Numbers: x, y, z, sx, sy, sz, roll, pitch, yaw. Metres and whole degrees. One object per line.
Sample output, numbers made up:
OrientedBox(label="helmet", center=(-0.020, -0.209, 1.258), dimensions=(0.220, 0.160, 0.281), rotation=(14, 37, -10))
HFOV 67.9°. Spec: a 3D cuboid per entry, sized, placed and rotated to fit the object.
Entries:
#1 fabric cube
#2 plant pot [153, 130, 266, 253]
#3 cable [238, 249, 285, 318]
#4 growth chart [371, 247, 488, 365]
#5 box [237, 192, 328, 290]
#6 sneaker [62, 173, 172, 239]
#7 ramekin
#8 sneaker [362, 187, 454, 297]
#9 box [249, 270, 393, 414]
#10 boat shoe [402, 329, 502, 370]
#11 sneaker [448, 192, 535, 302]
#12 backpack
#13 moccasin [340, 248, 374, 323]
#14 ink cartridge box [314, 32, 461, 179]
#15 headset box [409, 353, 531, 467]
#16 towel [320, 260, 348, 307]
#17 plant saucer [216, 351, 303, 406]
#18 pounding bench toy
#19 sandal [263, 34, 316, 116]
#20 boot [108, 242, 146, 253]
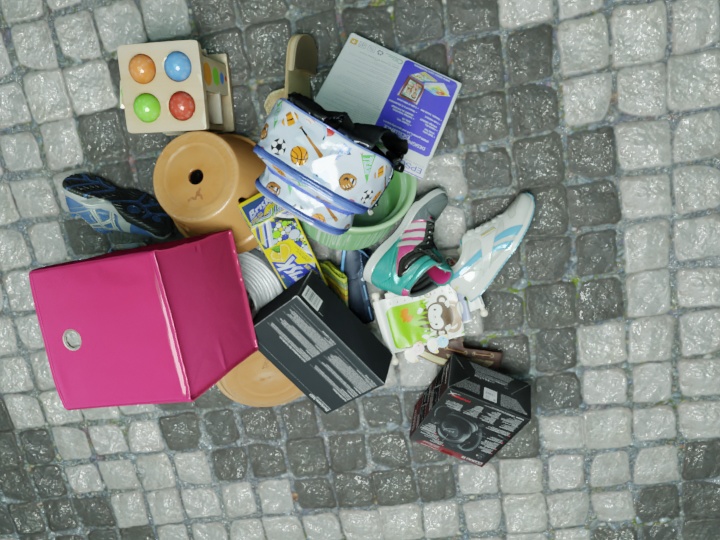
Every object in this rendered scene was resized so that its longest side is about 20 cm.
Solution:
OrientedBox(label="fabric cube", center=(-0.292, 0.064, 0.756), dimensions=(0.197, 0.200, 0.199), rotation=(-7, 99, 17))
OrientedBox(label="plant pot", center=(-0.232, -0.134, 0.852), dimensions=(0.198, 0.140, 0.203), rotation=(-1, 84, 8))
OrientedBox(label="cable", center=(-0.229, 0.053, 0.966), dimensions=(0.198, 0.069, 0.202), rotation=(15, 105, 1))
OrientedBox(label="growth chart", center=(0.119, 0.065, 0.915), dimensions=(0.198, 0.018, 0.146), rotation=(-25, 84, -6))
OrientedBox(label="box", center=(-0.118, -0.035, 0.851), dimensions=(0.070, 0.064, 0.201), rotation=(-30, 141, -7))
OrientedBox(label="sneaker", center=(-0.429, -0.102, 0.955), dimensions=(0.198, 0.076, 0.077), rotation=(24, 128, 0))
OrientedBox(label="ramekin", center=(-0.019, -0.130, 0.837), dimensions=(0.198, 0.098, 0.202), rotation=(5, 67, -11))
OrientedBox(label="sneaker", center=(0.108, -0.035, 0.857), dimensions=(0.120, 0.084, 0.200), rotation=(34, 77, 25))
OrientedBox(label="box", center=(-0.067, 0.121, 0.863), dimensions=(0.141, 0.079, 0.200), rotation=(-34, 107, 30))
OrientedBox(label="boat shoe", center=(0.159, 0.132, 0.949), dimensions=(0.198, 0.072, 0.073), rotation=(23, 94, -2))
OrientedBox(label="sneaker", center=(0.212, -0.050, 0.879), dimensions=(0.080, 0.077, 0.201), rotation=(36, 90, 6))
OrientedBox(label="backpack", center=(-0.049, -0.136, 0.670), dimensions=(0.198, 0.191, 0.155), rotation=(24, 94, 0))
OrientedBox(label="moccasin", center=(0.000, 0.000, 0.933), dimensions=(0.067, 0.081, 0.202), rotation=(1, 119, 1))
OrientedBox(label="ink cartridge box", center=(0.033, -0.246, 0.818), dimensions=(0.196, 0.043, 0.201), rotation=(25, 66, -1))
OrientedBox(label="headset box", center=(0.183, 0.254, 0.936), dimensions=(0.147, 0.078, 0.201), rotation=(21, 134, -1))
OrientedBox(label="towel", center=(-0.043, 0.090, 0.937), dimensions=(0.018, 0.086, 0.202), rotation=(-12, 115, -23))
OrientedBox(label="plant saucer", center=(-0.166, 0.176, 0.966), dimensions=(0.198, 0.032, 0.202), rotation=(-7, 124, -10))
OrientedBox(label="pounding bench toy", center=(-0.321, -0.280, 0.843), dimensions=(0.197, 0.156, 0.126), rotation=(-1, 103, 6))
OrientedBox(label="sandal", center=(-0.124, -0.276, 0.883), dimensions=(0.069, 0.077, 0.214), rotation=(16, 100, 34))
OrientedBox(label="boot", center=(-0.340, 0.010, 0.889), dimensions=(0.198, 0.074, 0.096), rotation=(10, 134, 25))
